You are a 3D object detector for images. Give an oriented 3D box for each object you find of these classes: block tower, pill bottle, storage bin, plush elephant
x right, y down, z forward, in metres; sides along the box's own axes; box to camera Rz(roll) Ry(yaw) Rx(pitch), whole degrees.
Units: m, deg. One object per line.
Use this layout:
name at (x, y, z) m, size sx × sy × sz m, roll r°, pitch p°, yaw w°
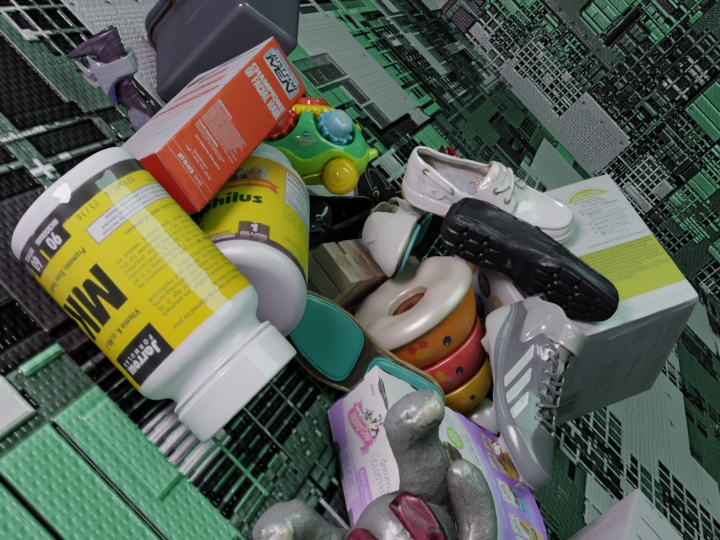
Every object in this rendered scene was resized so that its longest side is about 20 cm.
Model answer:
block tower at (0.000, 0.000, 1.104) m, size 0.058 × 0.054 × 0.200 m, roll 52°, pitch 22°, yaw 13°
pill bottle at (-0.100, -0.032, 0.888) m, size 0.109 × 0.109 × 0.201 m, roll 36°, pitch 28°, yaw -25°
storage bin at (-0.156, -0.268, 1.109) m, size 0.145 × 0.199 × 0.135 m, roll 31°, pitch 36°, yaw -33°
pill bottle at (-0.146, 0.020, 0.723) m, size 0.200 × 0.114 × 0.114 m, roll 47°, pitch 22°, yaw 1°
plush elephant at (0.045, 0.218, 0.671) m, size 0.201 × 0.164 × 0.155 m, roll 63°, pitch -12°, yaw -23°

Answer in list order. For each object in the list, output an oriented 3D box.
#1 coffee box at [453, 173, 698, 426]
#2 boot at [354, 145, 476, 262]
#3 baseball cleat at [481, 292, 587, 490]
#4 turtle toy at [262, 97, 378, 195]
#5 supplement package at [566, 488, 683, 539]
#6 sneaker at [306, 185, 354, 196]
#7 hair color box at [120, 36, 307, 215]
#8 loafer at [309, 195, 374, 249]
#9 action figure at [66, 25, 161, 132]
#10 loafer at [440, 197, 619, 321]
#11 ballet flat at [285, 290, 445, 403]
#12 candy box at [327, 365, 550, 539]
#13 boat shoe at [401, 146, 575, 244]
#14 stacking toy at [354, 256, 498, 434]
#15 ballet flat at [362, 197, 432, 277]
coffee box at (0.233, 0.042, 1.162) m, size 0.198 × 0.201 × 0.199 m, roll -17°, pitch 55°, yaw -16°
boot at (0.069, -0.098, 1.264) m, size 0.073 × 0.151 × 0.201 m, roll 31°, pitch 27°, yaw -33°
baseball cleat at (0.171, 0.104, 0.945) m, size 0.070 × 0.106 × 0.202 m, roll 38°, pitch 33°, yaw -43°
turtle toy at (-0.079, -0.138, 1.085) m, size 0.197 × 0.102 × 0.146 m, roll 2°, pitch 7°, yaw 0°
supplement package at (0.242, 0.315, 0.918) m, size 0.120 × 0.121 × 0.200 m, roll 49°, pitch 23°, yaw 7°
sneaker at (-0.067, -0.148, 1.195) m, size 0.199 × 0.085 × 0.073 m, roll 36°, pitch 22°, yaw -28°
hair color box at (-0.141, -0.116, 0.867) m, size 0.064 × 0.110 × 0.201 m, roll 55°, pitch 43°, yaw -23°
loafer at (-0.050, -0.063, 1.107) m, size 0.072 × 0.063 × 0.199 m, roll 53°, pitch 23°, yaw 16°
action figure at (-0.200, -0.138, 0.960) m, size 0.201 × 0.069 × 0.130 m, roll 56°, pitch 12°, yaw -17°
loafer at (0.179, -0.017, 1.028) m, size 0.199 × 0.068 × 0.071 m, roll 29°, pitch 46°, yaw 7°
ballet flat at (-0.009, 0.089, 0.942) m, size 0.199 × 0.069 × 0.063 m, roll 38°, pitch -16°, yaw -17°
candy box at (0.074, 0.201, 0.875) m, size 0.199 × 0.071 × 0.169 m, roll 33°, pitch 26°, yaw -32°
boat shoe at (0.141, -0.084, 1.082) m, size 0.198 × 0.070 × 0.071 m, roll 17°, pitch 47°, yaw 8°
stacking toy at (0.093, 0.100, 1.043) m, size 0.201 × 0.145 × 0.146 m, roll 55°, pitch 18°, yaw -19°
ballet flat at (0.034, -0.042, 1.099) m, size 0.069 × 0.069 × 0.200 m, roll 45°, pitch 18°, yaw -3°
